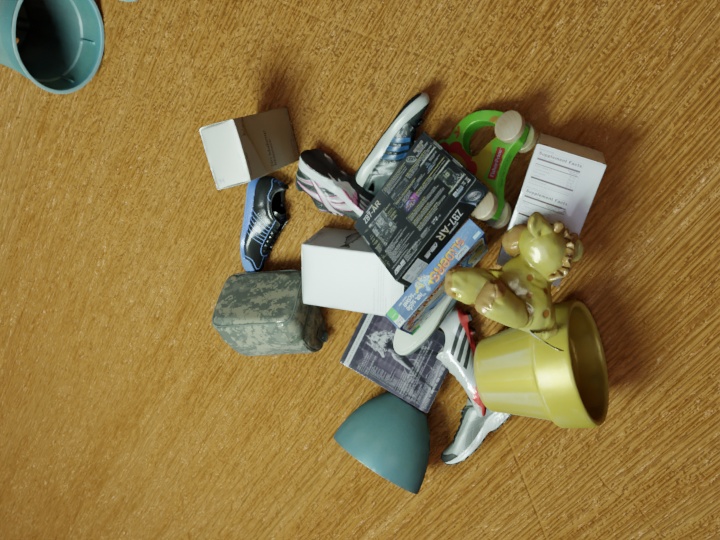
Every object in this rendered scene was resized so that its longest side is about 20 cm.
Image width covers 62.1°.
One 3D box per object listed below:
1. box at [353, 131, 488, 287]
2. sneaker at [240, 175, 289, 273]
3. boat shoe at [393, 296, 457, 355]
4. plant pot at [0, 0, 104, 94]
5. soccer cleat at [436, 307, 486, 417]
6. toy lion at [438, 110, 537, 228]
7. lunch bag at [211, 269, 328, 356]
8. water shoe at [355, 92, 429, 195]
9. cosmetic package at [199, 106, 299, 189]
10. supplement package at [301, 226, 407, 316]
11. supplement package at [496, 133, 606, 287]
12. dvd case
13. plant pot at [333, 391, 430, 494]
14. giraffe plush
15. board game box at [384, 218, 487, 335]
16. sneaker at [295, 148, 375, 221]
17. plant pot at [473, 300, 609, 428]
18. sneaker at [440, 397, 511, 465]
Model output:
[{"bbox_3d":[0.092,-0.100,0.975,0.202,0.043,0.161,-52,45,15],"label":"box"},{"bbox_3d":[-0.186,-0.082,1.175,0.076,0.070,0.206,16,114,18],"label":"sneaker"},{"bbox_3d":[0.137,0.077,1.083,0.202,0.062,0.072,-54,44,-2],"label":"boat shoe"},{"bbox_3d":[-0.634,-0.461,1.136,0.192,0.200,0.206,19,115,19],"label":"plant pot"},{"bbox_3d":[0.187,0.173,1.117,0.083,0.069,0.206,-14,87,12],"label":"soccer cleat"},{"bbox_3d":[0.173,-0.166,0.994,0.189,0.068,0.205,24,97,42],"label":"toy lion"},{"bbox_3d":[-0.178,0.101,1.201,0.194,0.142,0.170,-5,138,20],"label":"lunch bag"},{"bbox_3d":[0.071,-0.214,1.041,0.078,0.072,0.201,36,123,-7],"label":"water shoe"},{"bbox_3d":[-0.188,-0.219,1.051,0.071,0.200,0.106,-8,108,22],"label":"cosmetic package"},{"bbox_3d":[0.000,0.000,1.112,0.194,0.117,0.121,7,112,16],"label":"supplement package"},{"bbox_3d":[0.306,-0.100,0.967,0.107,0.114,0.205,19,116,12],"label":"supplement package"},{"bbox_3d":[0.077,0.160,1.164,0.196,0.016,0.152,28,88,7],"label":"dvd case"},{"bbox_3d":[0.061,0.324,1.187,0.197,0.200,0.137,31,83,6],"label":"plant pot"},{"bbox_3d":[0.244,-0.001,0.889,0.197,0.172,0.166,27,96,26],"label":"giraffe plush"},{"bbox_3d":[0.130,0.017,0.986,0.034,0.135,0.201,42,93,18],"label":"board game box"},{"bbox_3d":[-0.038,-0.136,1.111,0.199,0.080,0.087,40,136,5],"label":"sneaker"},{"bbox_3d":[0.305,0.168,1.032,0.185,0.200,0.205,-14,105,37],"label":"plant pot"},{"bbox_3d":[0.220,0.301,1.177,0.079,0.074,0.202,41,111,11],"label":"sneaker"}]
